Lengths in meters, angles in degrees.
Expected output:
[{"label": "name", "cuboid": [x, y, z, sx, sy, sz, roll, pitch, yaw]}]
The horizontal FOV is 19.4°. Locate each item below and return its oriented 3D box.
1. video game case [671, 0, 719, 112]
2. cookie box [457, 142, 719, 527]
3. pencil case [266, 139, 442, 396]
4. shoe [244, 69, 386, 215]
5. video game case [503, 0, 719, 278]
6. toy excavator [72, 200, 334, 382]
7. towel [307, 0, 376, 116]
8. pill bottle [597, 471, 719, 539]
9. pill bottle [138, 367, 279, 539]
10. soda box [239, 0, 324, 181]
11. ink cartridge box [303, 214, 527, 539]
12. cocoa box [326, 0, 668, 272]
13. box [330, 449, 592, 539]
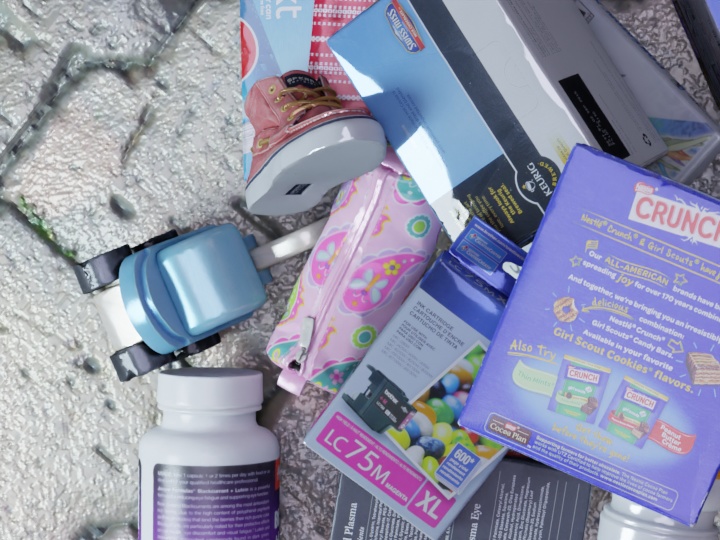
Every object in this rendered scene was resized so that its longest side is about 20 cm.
[{"label": "video game case", "cuboid": [0.298, -0.131, 1.576, 0.045, 0.181, 0.200, -24, 92, 3]}, {"label": "cookie box", "cuboid": [0.181, 0.039, 1.376, 0.171, 0.075, 0.200, 24, 97, 6]}, {"label": "pencil case", "cuboid": [0.000, 0.000, 1.582, 0.087, 0.087, 0.200, 26, 106, 2]}, {"label": "shoe", "cuboid": [-0.040, -0.106, 1.527, 0.071, 0.200, 0.091, -1, 78, -20]}, {"label": "video game case", "cuboid": [0.150, -0.088, 1.579, 0.200, 0.022, 0.182, -50, 65, 22]}, {"label": "toy excavator", "cuboid": [-0.089, -0.003, 1.638, 0.200, 0.194, 0.100, -21, 92, 32]}, {"label": "towel", "cuboid": [0.033, -0.186, 1.599, 0.144, 0.022, 0.200, 5, 93, 10]}, {"label": "pill bottle", "cuboid": [0.223, 0.102, 1.468, 0.112, 0.112, 0.200, 10, 94, 3]}, {"label": "pill bottle", "cuboid": [-0.118, 0.179, 1.652, 0.111, 0.111, 0.200, 1, 93, 3]}, {"label": "soda box", "cuboid": [-0.059, -0.169, 1.654, 0.068, 0.064, 0.200, -1, 92, 3]}, {"label": "ink cartridge box", "cuboid": [0.065, 0.075, 1.456, 0.119, 0.042, 0.200, 37, 103, 0]}, {"label": "cocoa box", "cuboid": [0.098, -0.123, 1.498, 0.131, 0.133, 0.200, -34, 86, 28]}, {"label": "box", "cuboid": [0.076, 0.170, 1.595, 0.182, 0.200, 0.104, 8, 95, 2]}]
